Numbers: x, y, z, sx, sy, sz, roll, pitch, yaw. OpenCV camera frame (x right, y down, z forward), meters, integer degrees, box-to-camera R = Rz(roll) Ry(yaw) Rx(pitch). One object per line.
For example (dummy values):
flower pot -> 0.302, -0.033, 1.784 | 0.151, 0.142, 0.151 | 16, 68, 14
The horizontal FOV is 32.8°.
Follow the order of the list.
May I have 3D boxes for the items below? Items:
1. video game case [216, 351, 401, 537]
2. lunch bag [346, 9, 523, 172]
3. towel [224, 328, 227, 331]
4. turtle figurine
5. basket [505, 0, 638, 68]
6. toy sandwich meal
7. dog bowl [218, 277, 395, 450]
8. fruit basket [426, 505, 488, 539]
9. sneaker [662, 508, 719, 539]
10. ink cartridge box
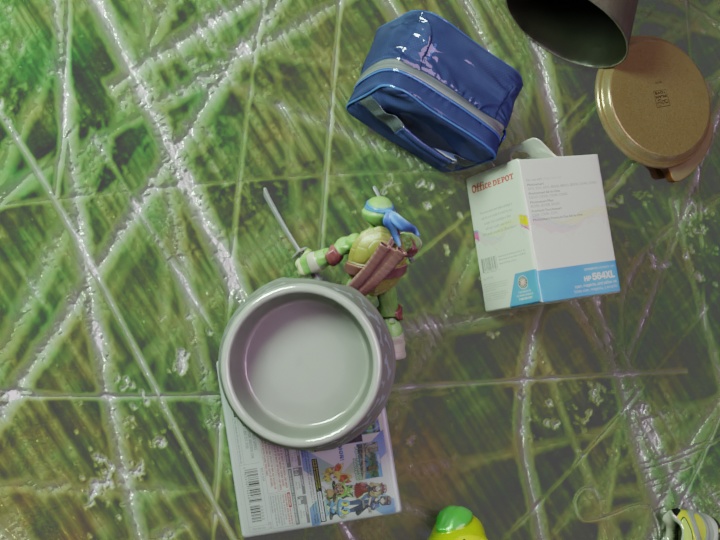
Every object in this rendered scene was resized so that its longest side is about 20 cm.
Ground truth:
video game case -> -0.058, 0.187, 1.379 | 0.182, 0.022, 0.201 | -9, 86, 0
lunch bag -> 0.092, -0.201, 1.483 | 0.200, 0.136, 0.133 | 30, 72, -21
towel -> -0.084, 0.147, 1.415 | 0.086, 0.018, 0.201 | -21, 92, -27
turtle figurine -> 0.000, 0.000, 1.446 | 0.144, 0.200, 0.195 | -12, 109, -48
basket -> 0.306, -0.399, 1.619 | 0.180, 0.136, 0.200 | 32, 67, -13
toy sandwich meal -> 0.396, -0.222, 1.675 | 0.204, 0.070, 0.206 | 4, 80, -21
dog bowl -> -0.062, 0.102, 1.338 | 0.199, 0.059, 0.201 | 0, 89, 4
fruit basket -> 0.118, 0.385, 1.420 | 0.215, 0.155, 0.217 | -5, 102, -22
sneaker -> 0.409, 0.406, 1.595 | 0.076, 0.075, 0.201 | 25, 62, -13
ink cartridge box -> 0.225, -0.059, 1.531 | 0.125, 0.128, 0.201 | -6, 86, -27
